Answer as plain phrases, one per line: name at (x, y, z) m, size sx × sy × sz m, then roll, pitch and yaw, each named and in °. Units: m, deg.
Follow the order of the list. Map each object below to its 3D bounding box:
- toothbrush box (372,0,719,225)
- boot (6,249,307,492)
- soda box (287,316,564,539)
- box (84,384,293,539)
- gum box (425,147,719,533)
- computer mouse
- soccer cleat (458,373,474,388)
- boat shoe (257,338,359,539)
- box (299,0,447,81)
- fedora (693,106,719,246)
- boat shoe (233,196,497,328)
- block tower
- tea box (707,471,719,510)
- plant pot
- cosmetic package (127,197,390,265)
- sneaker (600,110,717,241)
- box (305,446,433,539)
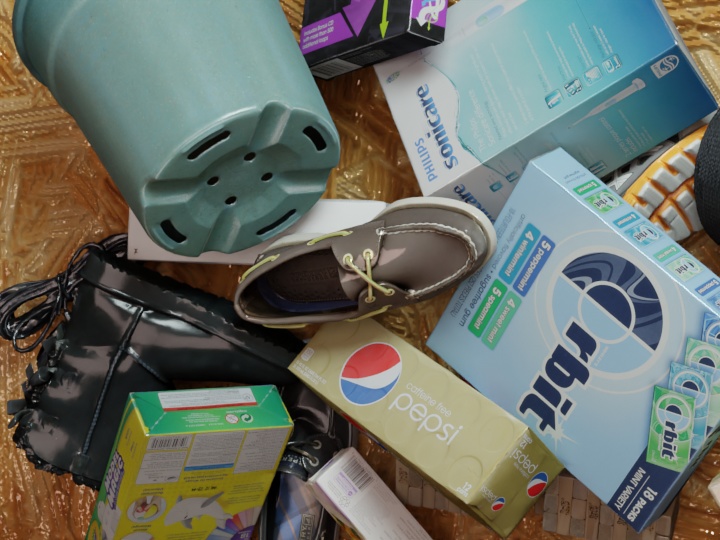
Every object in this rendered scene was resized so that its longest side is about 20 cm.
toothbrush box at (0.124, -0.131, 1.254) m, size 0.200 × 0.085 × 0.147 m, roll -31°, pitch 50°, yaw 13°
boot at (-0.151, 0.091, 1.326) m, size 0.198 × 0.073 × 0.163 m, roll 23°, pitch 98°, yaw -6°
soda box at (0.043, 0.101, 1.246) m, size 0.068 × 0.064 × 0.200 m, roll -50°, pitch 47°, yaw -6°
box at (-0.132, 0.171, 1.318) m, size 0.048 × 0.117 × 0.200 m, roll 61°, pitch 141°, yaw 42°
gum box at (0.158, 0.047, 1.197) m, size 0.200 × 0.045 × 0.170 m, roll 42°, pitch 126°, yaw 19°
computer mouse at (-0.188, 0.083, 1.397) m, size 0.138 × 0.053 × 0.200 m, roll -28°, pitch 79°, yaw 4°
soccer cleat at (0.165, 0.068, 1.282) m, size 0.199 × 0.068 × 0.074 m, roll -1°, pitch 92°, yaw 20°
boat shoe at (-0.047, 0.152, 1.346) m, size 0.070 × 0.066 × 0.201 m, roll 8°, pitch 92°, yaw 16°
box at (0.014, -0.247, 1.284) m, size 0.143 × 0.036 × 0.201 m, roll -11°, pitch 69°, yaw 55°
fedora at (0.287, -0.073, 1.217) m, size 0.091 × 0.200 × 0.201 m, roll 27°, pitch 99°, yaw 45°
boat shoe at (0.000, 0.000, 1.227) m, size 0.199 × 0.060 × 0.072 m, roll -10°, pitch 112°, yaw 36°
block tower at (0.127, 0.149, 1.291) m, size 0.199 × 0.058 × 0.054 m, roll 9°, pitch 122°, yaw 15°
tea box at (0.350, 0.137, 1.159) m, size 0.200 × 0.197 × 0.134 m, roll -32°, pitch 81°, yaw 14°
plant pot at (-0.120, -0.128, 1.268) m, size 0.200 × 0.200 × 0.196 m, roll -37°, pitch 58°, yaw 13°
cosmetic package at (-0.066, -0.028, 1.344) m, size 0.199 × 0.083 × 0.051 m, roll 2°, pitch 91°, yaw 16°
sneaker at (0.187, -0.048, 1.275) m, size 0.200 × 0.078 × 0.077 m, roll -40°, pitch 42°, yaw 1°
box at (0.040, 0.215, 1.306) m, size 0.041 × 0.039 × 0.200 m, roll -42°, pitch 92°, yaw -18°
